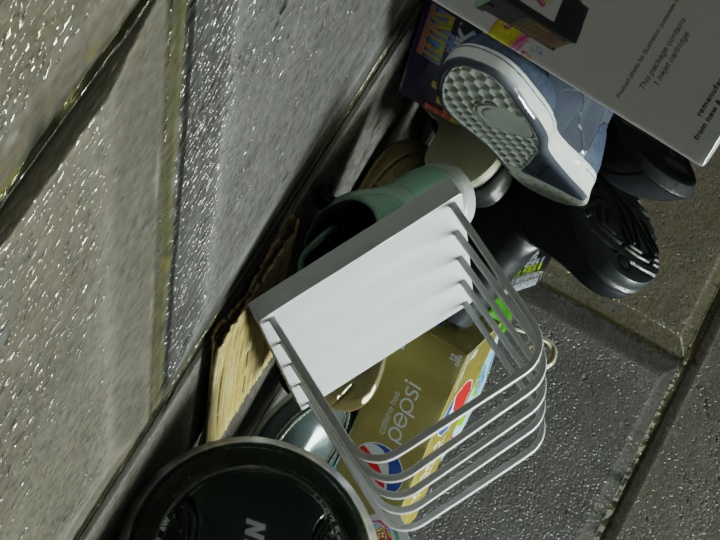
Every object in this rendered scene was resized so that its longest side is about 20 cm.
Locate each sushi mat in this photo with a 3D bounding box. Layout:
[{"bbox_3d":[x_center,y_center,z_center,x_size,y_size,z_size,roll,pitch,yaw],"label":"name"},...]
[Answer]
[{"bbox_3d":[-0.072,0.046,1.135,0.096,0.012,0.200,-57,172,-25],"label":"sushi mat"}]

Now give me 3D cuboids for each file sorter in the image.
[{"bbox_3d":[0.034,0.062,1.110,0.138,0.125,0.200,-32,161,-6],"label":"file sorter"}]

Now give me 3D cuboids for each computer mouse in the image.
[{"bbox_3d":[0.194,-0.101,1.288,0.046,0.140,0.201,-47,-137,26],"label":"computer mouse"}]

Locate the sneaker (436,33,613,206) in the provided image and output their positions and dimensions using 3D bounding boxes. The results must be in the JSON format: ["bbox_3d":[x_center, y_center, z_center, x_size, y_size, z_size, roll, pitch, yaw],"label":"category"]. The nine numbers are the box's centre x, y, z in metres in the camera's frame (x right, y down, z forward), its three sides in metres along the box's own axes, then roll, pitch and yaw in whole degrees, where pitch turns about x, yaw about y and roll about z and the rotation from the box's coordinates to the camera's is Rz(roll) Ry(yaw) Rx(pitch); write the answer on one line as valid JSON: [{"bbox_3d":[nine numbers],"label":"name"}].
[{"bbox_3d":[0.121,-0.141,1.130,0.147,0.076,0.202,-65,154,-7],"label":"sneaker"}]

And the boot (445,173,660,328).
[{"bbox_3d":[0.119,-0.010,1.293,0.168,0.076,0.201,-47,-147,27],"label":"boot"}]

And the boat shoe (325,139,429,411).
[{"bbox_3d":[0.001,0.001,1.332,0.066,0.071,0.203,10,-97,66],"label":"boat shoe"}]

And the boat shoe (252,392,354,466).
[{"bbox_3d":[-0.064,0.174,1.394,0.201,0.072,0.062,-54,-152,12],"label":"boat shoe"}]

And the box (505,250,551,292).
[{"bbox_3d":[0.108,-0.072,1.489,0.044,0.162,0.200,-18,170,-2],"label":"box"}]

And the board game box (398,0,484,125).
[{"bbox_3d":[0.100,-0.216,1.197,0.166,0.056,0.201,-56,173,-30],"label":"board game box"}]

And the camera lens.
[{"bbox_3d":[-0.073,0.203,1.139,0.161,0.159,0.200,-59,173,-22],"label":"camera lens"}]

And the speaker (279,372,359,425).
[{"bbox_3d":[0.017,0.024,1.472,0.201,0.081,0.081,-59,174,-20],"label":"speaker"}]

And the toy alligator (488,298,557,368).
[{"bbox_3d":[0.084,0.017,1.426,0.060,0.199,0.054,-63,-166,-20],"label":"toy alligator"}]

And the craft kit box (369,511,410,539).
[{"bbox_3d":[-0.076,0.260,1.368,0.196,0.049,0.201,-11,149,-23],"label":"craft kit box"}]

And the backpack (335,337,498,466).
[{"bbox_3d":[0.034,0.096,1.644,0.201,0.146,0.184,-54,169,-32],"label":"backpack"}]

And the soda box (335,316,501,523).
[{"bbox_3d":[0.036,0.116,1.401,0.068,0.064,0.201,-36,153,-56],"label":"soda box"}]

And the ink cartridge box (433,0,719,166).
[{"bbox_3d":[0.116,-0.152,0.928,0.084,0.199,0.145,-59,175,21],"label":"ink cartridge box"}]

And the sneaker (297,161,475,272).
[{"bbox_3d":[-0.023,0.006,1.185,0.118,0.074,0.201,-15,152,-50],"label":"sneaker"}]

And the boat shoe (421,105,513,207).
[{"bbox_3d":[0.085,-0.090,1.281,0.073,0.063,0.202,-32,-159,10],"label":"boat shoe"}]
